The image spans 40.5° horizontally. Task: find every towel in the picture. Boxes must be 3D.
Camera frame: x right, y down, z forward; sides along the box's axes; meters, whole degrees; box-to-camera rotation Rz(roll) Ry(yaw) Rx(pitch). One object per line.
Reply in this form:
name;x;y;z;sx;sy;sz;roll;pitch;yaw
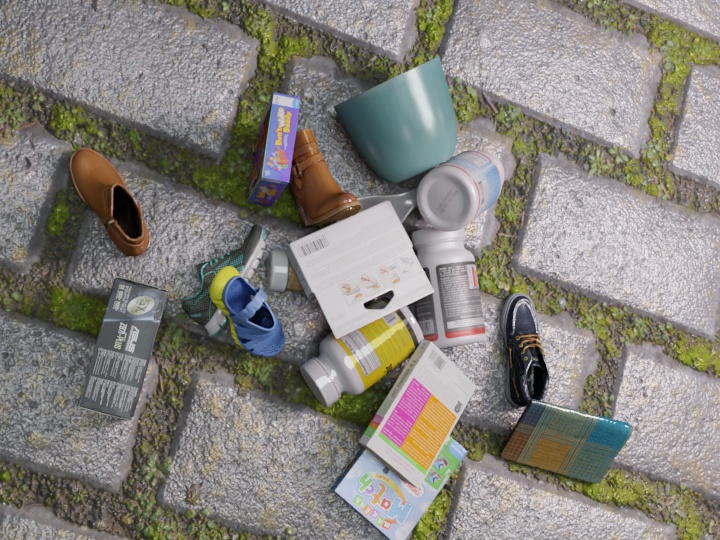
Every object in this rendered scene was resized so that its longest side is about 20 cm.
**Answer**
towel;0.358;0.297;1.704;0.196;0.022;0.148;16;123;-10

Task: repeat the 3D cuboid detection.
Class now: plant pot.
plant pot;0.074;-0.246;1.661;0.198;0.200;0.163;-27;100;-15

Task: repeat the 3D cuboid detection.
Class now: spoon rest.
spoon rest;0.046;-0.100;1.699;0.198;0.061;0.100;-31;91;-16

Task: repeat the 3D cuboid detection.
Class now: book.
book;0.097;0.236;1.615;0.134;0.048;0.201;44;72;-30

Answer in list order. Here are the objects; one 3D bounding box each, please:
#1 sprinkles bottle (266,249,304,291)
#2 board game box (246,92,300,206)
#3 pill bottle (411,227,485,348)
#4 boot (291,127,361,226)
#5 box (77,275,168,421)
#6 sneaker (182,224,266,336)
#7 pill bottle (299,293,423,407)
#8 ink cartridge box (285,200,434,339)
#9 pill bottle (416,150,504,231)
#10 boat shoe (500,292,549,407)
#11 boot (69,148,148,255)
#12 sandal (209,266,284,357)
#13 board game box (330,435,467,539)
sprinkles bottle;-0.059;0.007;1.656;0.196;0.068;0.070;4;82;-14
board game box;-0.143;-0.192;1.590;0.044;0.200;0.137;9;81;-12
pill bottle;0.147;0.029;1.679;0.113;0.116;0.204;-6;85;-14
boot;-0.065;-0.158;1.605;0.075;0.200;0.159;-12;94;-17
box;-0.367;0.123;1.514;0.085;0.164;0.204;16;79;-11
sneaker;-0.226;0.003;1.613;0.090;0.078;0.202;30;76;-5
pill bottle;0.000;0.137;1.632;0.198;0.111;0.112;-34;92;-15
ink cartridge box;0.000;0.000;1.613;0.197;0.044;0.176;-24;81;-20
pill bottle;0.179;-0.143;1.668;0.110;0.108;0.200;58;31;-2
boat shoe;0.296;0.138;1.717;0.069;0.091;0.205;0;83;-14
boot;-0.396;-0.115;1.532;0.076;0.155;0.203;-24;90;-15
sandal;-0.168;0.080;1.567;0.086;0.201;0.080;23;68;35
board game box;0.067;0.341;1.663;0.151;0.037;0.201;41;77;-7
